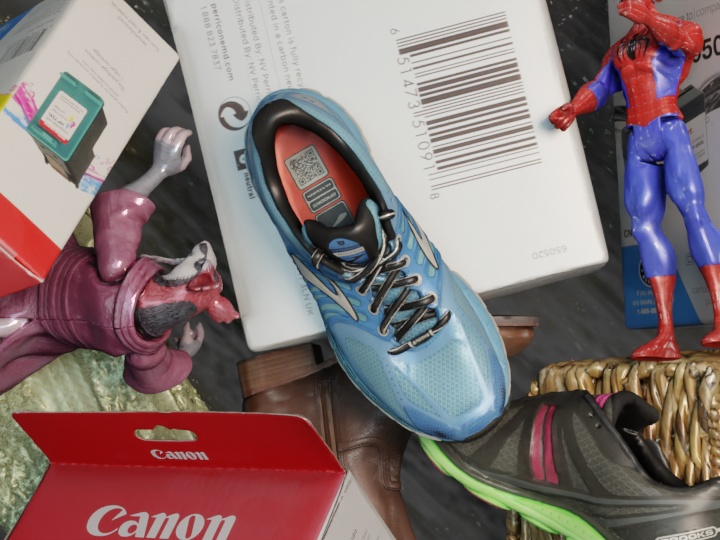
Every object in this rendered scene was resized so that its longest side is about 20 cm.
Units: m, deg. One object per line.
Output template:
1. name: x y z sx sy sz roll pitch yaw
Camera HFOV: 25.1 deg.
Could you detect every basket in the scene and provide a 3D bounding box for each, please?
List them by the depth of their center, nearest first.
1. basket: 0.175 0.146 0.904 0.142 0.149 0.201 -7 86 39

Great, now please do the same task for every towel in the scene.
1. towel: -0.181 0.065 0.958 0.148 0.036 0.201 -29 85 5

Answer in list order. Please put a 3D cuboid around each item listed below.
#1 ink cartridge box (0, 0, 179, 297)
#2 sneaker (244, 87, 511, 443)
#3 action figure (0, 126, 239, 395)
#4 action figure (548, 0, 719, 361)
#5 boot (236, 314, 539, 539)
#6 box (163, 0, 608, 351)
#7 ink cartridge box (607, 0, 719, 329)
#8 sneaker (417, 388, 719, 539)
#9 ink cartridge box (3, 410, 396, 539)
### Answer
1. ink cartridge box: -0.187 -0.046 0.813 0.067 0.116 0.200 45 51 -26
2. sneaker: 0.000 0.000 0.785 0.078 0.090 0.200 -36 86 4
3. action figure: -0.151 0.009 0.853 0.199 0.149 0.135 1 112 41
4. action figure: 0.135 -0.060 0.799 0.065 0.099 0.201 -15 74 40
5. boot: 0.030 0.132 0.919 0.186 0.064 0.201 -13 84 15
6. box: 0.017 -0.073 0.896 0.199 0.131 0.200 -14 86 6
7. ink cartridge box: 0.206 -0.072 0.861 0.084 0.144 0.201 -1 86 -24
8. sneaker: 0.109 0.092 0.826 0.200 0.077 0.084 28 97 29
9. ink cartridge box: -0.085 0.157 0.837 0.199 0.176 0.084 -4 44 32
